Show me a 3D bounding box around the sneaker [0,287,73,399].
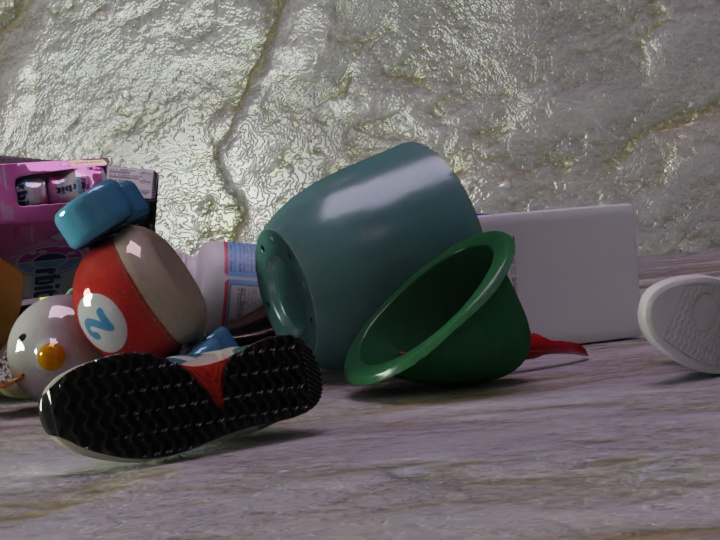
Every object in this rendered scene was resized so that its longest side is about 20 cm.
[{"bbox_3d":[-0.256,0.036,1.325,0.199,0.077,0.089,-36,-29,-16],"label":"sneaker"}]

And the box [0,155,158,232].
[{"bbox_3d":[-0.325,-0.048,1.610,0.197,0.048,0.194,5,-31,-7],"label":"box"}]

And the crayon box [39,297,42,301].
[{"bbox_3d":[-0.239,0.055,1.668,0.171,0.059,0.200,-3,-7,24],"label":"crayon box"}]

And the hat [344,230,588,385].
[{"bbox_3d":[0.112,0.082,1.191,0.200,0.176,0.165,-44,17,-14],"label":"hat"}]

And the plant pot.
[{"bbox_3d":[0.000,0.000,1.327,0.160,0.203,0.200,-17,7,-25],"label":"plant pot"}]

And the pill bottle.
[{"bbox_3d":[-0.112,0.027,1.516,0.197,0.110,0.109,5,1,-10],"label":"pill bottle"}]

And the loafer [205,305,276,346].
[{"bbox_3d":[-0.082,0.058,1.444,0.197,0.072,0.073,-5,2,-7],"label":"loafer"}]

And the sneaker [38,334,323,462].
[{"bbox_3d":[-0.126,0.092,0.966,0.198,0.071,0.093,-8,-14,-35],"label":"sneaker"}]

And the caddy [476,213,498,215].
[{"bbox_3d":[0.099,0.008,1.527,0.104,0.143,0.200,0,1,-12],"label":"caddy"}]

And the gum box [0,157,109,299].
[{"bbox_3d":[-0.312,-0.042,1.469,0.112,0.067,0.200,-7,-22,-17],"label":"gum box"}]

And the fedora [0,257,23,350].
[{"bbox_3d":[-0.371,0.043,1.370,0.081,0.203,0.200,26,-12,-26],"label":"fedora"}]

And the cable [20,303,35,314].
[{"bbox_3d":[-0.338,0.055,1.510,0.198,0.051,0.163,-6,1,25],"label":"cable"}]

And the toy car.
[{"bbox_3d":[-0.230,0.055,1.213,0.199,0.185,0.177,-33,3,1],"label":"toy car"}]

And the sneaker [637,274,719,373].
[{"bbox_3d":[0.263,0.040,1.175,0.199,0.075,0.118,6,1,-39],"label":"sneaker"}]

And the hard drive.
[{"bbox_3d":[0.179,0.008,1.427,0.198,0.134,0.027,-5,3,-20],"label":"hard drive"}]
